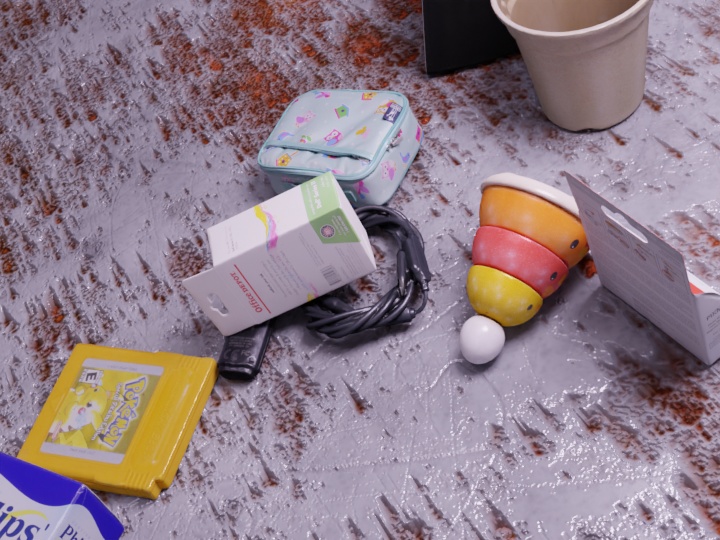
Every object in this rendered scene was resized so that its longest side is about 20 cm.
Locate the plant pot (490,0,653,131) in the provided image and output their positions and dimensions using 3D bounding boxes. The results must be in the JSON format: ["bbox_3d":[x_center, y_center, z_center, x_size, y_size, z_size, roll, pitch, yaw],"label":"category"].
[{"bbox_3d":[0.272,-0.281,1.303,0.198,0.184,0.202,-11,49,12],"label":"plant pot"}]

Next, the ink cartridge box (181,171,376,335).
[{"bbox_3d":[-0.095,-0.016,1.216,0.198,0.118,0.068,-24,46,8],"label":"ink cartridge box"}]

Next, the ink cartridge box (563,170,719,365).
[{"bbox_3d":[0.289,-0.012,1.055,0.057,0.201,0.162,-37,48,-10],"label":"ink cartridge box"}]

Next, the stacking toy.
[{"bbox_3d":[0.163,0.010,1.164,0.145,0.146,0.202,20,80,34],"label":"stacking toy"}]

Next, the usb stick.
[{"bbox_3d":[-0.122,0.042,1.287,0.055,0.033,0.202,4,53,16],"label":"usb stick"}]

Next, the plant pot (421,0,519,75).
[{"bbox_3d":[0.174,-0.407,1.457,0.175,0.201,0.202,-1,50,6],"label":"plant pot"}]

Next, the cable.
[{"bbox_3d":[0.000,0.000,1.271,0.162,0.051,0.201,-25,44,10],"label":"cable"}]

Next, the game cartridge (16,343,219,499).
[{"bbox_3d":[-0.281,0.169,1.242,0.198,0.033,0.178,2,53,24],"label":"game cartridge"}]

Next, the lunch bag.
[{"bbox_3d":[-0.027,-0.158,1.380,0.198,0.077,0.161,9,53,35],"label":"lunch bag"}]

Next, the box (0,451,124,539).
[{"bbox_3d":[-0.383,0.305,1.115,0.182,0.105,0.201,12,56,28],"label":"box"}]
